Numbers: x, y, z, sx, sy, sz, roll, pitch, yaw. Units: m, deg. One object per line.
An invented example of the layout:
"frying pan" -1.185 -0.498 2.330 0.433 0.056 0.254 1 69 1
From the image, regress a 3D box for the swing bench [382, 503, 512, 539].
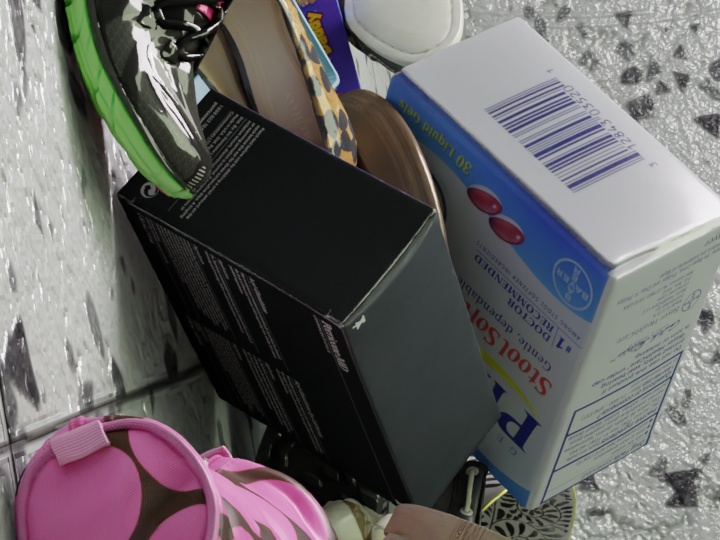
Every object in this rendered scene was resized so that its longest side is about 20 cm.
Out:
"swing bench" 0.023 0.221 1.055 0.199 0.130 0.200 -59 157 -14

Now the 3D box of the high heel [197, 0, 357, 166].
"high heel" -0.060 -0.108 1.272 0.200 0.071 0.143 35 32 -62

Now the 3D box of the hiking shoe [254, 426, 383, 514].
"hiking shoe" -0.024 0.156 1.394 0.101 0.075 0.201 -114 -158 -84

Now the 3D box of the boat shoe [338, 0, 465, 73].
"boat shoe" 0.019 -0.164 1.544 0.202 0.072 0.060 56 -9 52

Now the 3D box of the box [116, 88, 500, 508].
"box" -0.020 0.020 1.227 0.079 0.141 0.200 -48 151 -17

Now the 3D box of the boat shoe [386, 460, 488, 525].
"boat shoe" 0.044 0.190 1.364 0.074 0.060 0.200 88 2 -52

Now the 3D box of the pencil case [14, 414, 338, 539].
"pencil case" -0.071 0.105 0.980 0.200 0.091 0.094 45 29 -75

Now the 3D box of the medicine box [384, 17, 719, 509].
"medicine box" 0.092 -0.003 1.404 0.182 0.103 0.200 45 -39 27

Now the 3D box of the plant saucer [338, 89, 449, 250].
"plant saucer" 0.000 0.000 1.391 0.200 0.029 0.201 171 -90 -70

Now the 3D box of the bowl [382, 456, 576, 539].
"bowl" 0.037 0.186 1.556 0.201 0.094 0.201 -41 150 -29

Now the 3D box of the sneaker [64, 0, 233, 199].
"sneaker" -0.091 -0.132 1.148 0.077 0.084 0.201 44 37 -77

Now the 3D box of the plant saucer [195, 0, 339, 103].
"plant saucer" -0.061 -0.096 1.369 0.070 0.019 0.200 59 25 -14

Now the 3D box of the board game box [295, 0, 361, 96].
"board game box" -0.052 -0.185 1.546 0.135 0.045 0.200 -117 -172 -48

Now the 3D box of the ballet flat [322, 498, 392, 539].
"ballet flat" 0.012 0.149 1.259 0.073 0.200 0.073 -7 101 -42
